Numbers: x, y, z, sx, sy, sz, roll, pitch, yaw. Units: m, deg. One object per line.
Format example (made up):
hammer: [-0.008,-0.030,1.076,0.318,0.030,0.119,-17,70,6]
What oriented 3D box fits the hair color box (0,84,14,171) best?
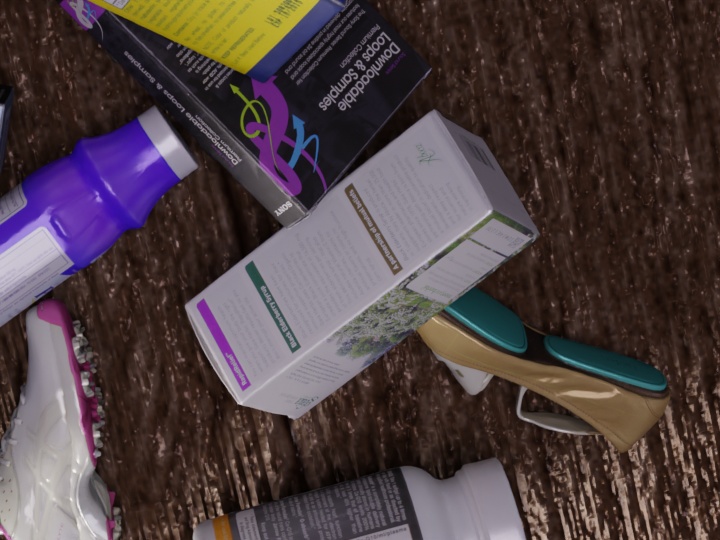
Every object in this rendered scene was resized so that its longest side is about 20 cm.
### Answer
hair color box: [-0.311,-0.093,1.321,0.199,0.099,0.061,9,99,-7]

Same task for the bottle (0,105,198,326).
bottle: [-0.192,-0.025,1.354,0.200,0.084,0.065,-35,103,0]

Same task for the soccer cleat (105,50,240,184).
soccer cleat: [-0.097,-0.141,1.365,0.200,0.065,0.084,48,63,-7]

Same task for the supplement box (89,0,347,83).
supplement box: [-0.105,-0.209,1.241,0.199,0.109,0.110,24,61,-19]

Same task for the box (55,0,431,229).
box: [-0.068,-0.142,1.324,0.200,0.036,0.143,45,57,-7]

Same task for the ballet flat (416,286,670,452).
ballet flat: [0.099,0.062,1.410,0.199,0.069,0.063,24,112,-8]

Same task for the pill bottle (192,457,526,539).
pill bottle: [0.002,0.188,1.395,0.199,0.116,0.117,-15,101,-3]

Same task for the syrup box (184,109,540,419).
syrup box: [0.000,0.000,1.345,0.200,0.079,0.082,-37,66,16]

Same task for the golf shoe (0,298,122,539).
golf shoe: [-0.200,0.119,1.385,0.091,0.075,0.201,-7,99,-1]
